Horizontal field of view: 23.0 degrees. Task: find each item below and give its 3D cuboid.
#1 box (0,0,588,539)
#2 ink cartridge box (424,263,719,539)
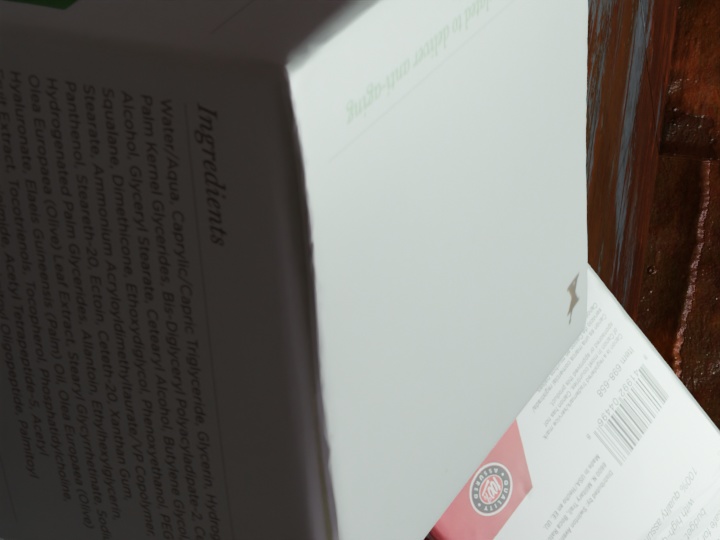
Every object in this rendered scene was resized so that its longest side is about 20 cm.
[{"bbox_3d":[-0.038,-0.027,0.589,0.199,0.171,0.200,-44,139,-48],"label":"box"},{"bbox_3d":[0.096,0.119,0.784,0.200,0.084,0.144,50,61,-16],"label":"ink cartridge box"}]
